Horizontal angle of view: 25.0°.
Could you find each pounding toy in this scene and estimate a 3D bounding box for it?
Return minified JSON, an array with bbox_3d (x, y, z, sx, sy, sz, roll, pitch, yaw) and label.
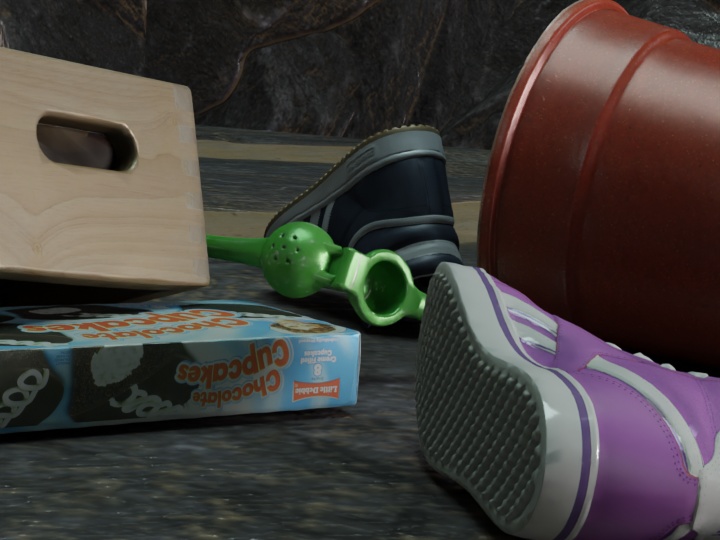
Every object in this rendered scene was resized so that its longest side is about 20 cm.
[{"bbox_3d":[-0.186,-0.055,0.744,0.184,0.143,0.200,-13,-11,34],"label":"pounding toy"}]

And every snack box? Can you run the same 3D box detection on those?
[{"bbox_3d":[-0.114,0.039,0.719,0.200,0.037,0.116,-1,8,-32],"label":"snack box"}]

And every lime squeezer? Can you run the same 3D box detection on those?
[{"bbox_3d":[-0.011,0.009,0.812,0.200,0.038,0.071,17,-29,-3],"label":"lime squeezer"}]

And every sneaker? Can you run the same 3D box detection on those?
[{"bbox_3d":[0.088,0.053,0.609,0.114,0.073,0.201,5,17,-14],"label":"sneaker"},{"bbox_3d":[0.000,0.000,1.012,0.070,0.109,0.200,-4,-21,-29],"label":"sneaker"}]

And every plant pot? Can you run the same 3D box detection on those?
[{"bbox_3d":[0.194,-0.030,0.865,0.195,0.201,0.201,17,13,29],"label":"plant pot"}]
